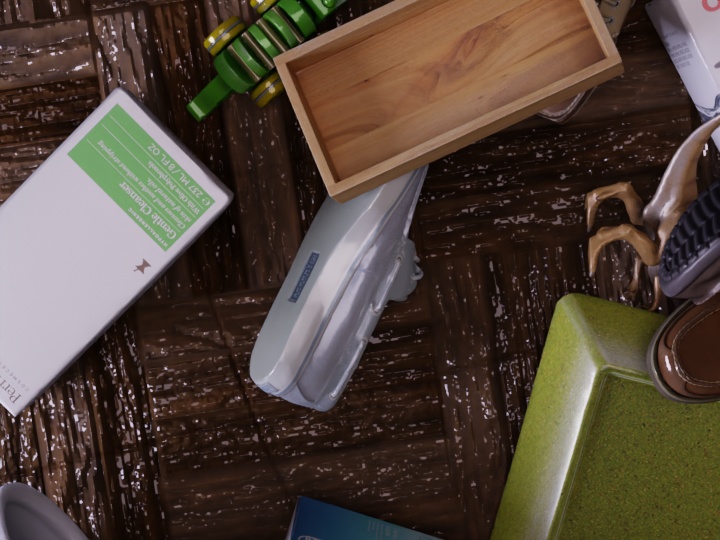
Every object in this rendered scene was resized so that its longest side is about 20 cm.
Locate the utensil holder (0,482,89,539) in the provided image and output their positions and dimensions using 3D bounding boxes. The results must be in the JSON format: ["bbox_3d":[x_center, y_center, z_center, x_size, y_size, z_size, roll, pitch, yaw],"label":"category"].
[{"bbox_3d":[-0.258,0.262,1.078,0.200,0.170,0.170,-36,93,3],"label":"utensil holder"}]

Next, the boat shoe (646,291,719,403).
[{"bbox_3d":[0.276,0.028,1.070,0.199,0.068,0.072,-20,85,-22],"label":"boat shoe"}]

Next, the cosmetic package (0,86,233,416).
[{"bbox_3d":[-0.188,-0.014,1.104,0.108,0.085,0.200,44,91,-5],"label":"cosmetic package"}]

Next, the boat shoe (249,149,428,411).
[{"bbox_3d":[0.000,0.001,1.123,0.071,0.070,0.201,30,88,-26],"label":"boat shoe"}]

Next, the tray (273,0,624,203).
[{"bbox_3d":[0.056,-0.130,1.065,0.199,0.037,0.099,-24,79,7],"label":"tray"}]

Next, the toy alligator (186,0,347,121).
[{"bbox_3d":[-0.039,-0.170,1.112,0.200,0.054,0.059,-40,93,1],"label":"toy alligator"}]

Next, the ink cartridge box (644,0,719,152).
[{"bbox_3d":[0.300,-0.127,1.105,0.144,0.084,0.200,-28,93,1],"label":"ink cartridge box"}]

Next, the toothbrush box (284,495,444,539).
[{"bbox_3d":[0.030,0.255,1.108,0.199,0.085,0.147,17,106,-1],"label":"toothbrush box"}]

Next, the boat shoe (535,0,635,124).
[{"bbox_3d":[0.150,-0.197,1.104,0.075,0.074,0.201,19,93,-2],"label":"boat shoe"}]

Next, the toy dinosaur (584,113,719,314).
[{"bbox_3d":[0.204,-0.037,1.114,0.106,0.060,0.201,0,122,3],"label":"toy dinosaur"}]

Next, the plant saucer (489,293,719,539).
[{"bbox_3d":[0.205,0.135,1.118,0.199,0.048,0.201,14,103,-2],"label":"plant saucer"}]

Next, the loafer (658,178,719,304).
[{"bbox_3d":[0.271,-0.038,1.031,0.200,0.073,0.071,-40,109,23],"label":"loafer"}]
